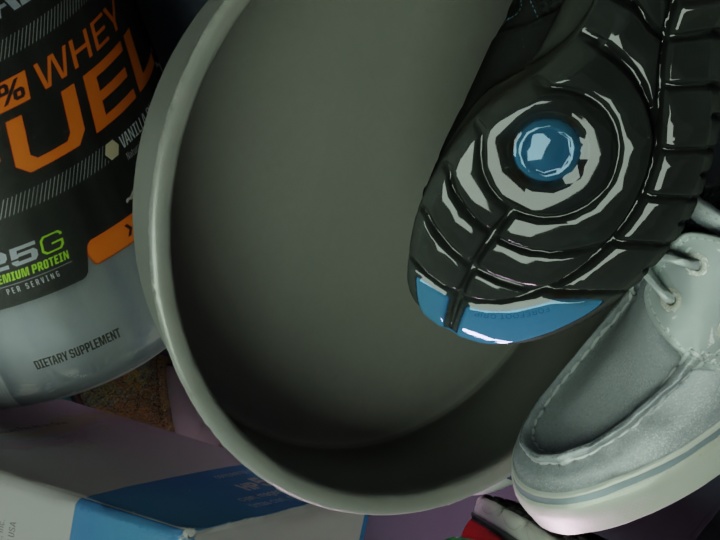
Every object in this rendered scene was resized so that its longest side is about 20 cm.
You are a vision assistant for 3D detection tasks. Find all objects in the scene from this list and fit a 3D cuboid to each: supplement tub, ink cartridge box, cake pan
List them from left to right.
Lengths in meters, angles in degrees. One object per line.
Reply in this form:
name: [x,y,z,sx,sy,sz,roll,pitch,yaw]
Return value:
supplement tub: [-0.129,-0.065,0.932,0.122,0.123,0.200,-7,123,23]
ink cartridge box: [-0.121,0.113,0.956,0.200,0.125,0.129,16,100,26]
cake pan: [0.012,-0.025,0.887,0.037,0.200,0.200,19,140,53]

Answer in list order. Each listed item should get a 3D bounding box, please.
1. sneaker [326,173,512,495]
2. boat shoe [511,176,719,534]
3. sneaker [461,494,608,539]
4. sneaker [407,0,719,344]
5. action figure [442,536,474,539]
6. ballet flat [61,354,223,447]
sneaker: [0.000,0.000,0.970,0.080,0.076,0.200,-10,120,36]
boat shoe: [0.116,-0.004,0.879,0.201,0.070,0.072,-41,124,2]
sneaker: [0.091,0.155,0.975,0.085,0.077,0.200,-52,56,11]
sneaker: [0.078,-0.068,0.852,0.073,0.082,0.200,27,108,-12]
action figure: [0.009,0.182,1.004,0.055,0.118,0.200,21,112,10]
ballet flat: [-0.054,0.093,1.057,0.071,0.071,0.200,-13,108,27]
